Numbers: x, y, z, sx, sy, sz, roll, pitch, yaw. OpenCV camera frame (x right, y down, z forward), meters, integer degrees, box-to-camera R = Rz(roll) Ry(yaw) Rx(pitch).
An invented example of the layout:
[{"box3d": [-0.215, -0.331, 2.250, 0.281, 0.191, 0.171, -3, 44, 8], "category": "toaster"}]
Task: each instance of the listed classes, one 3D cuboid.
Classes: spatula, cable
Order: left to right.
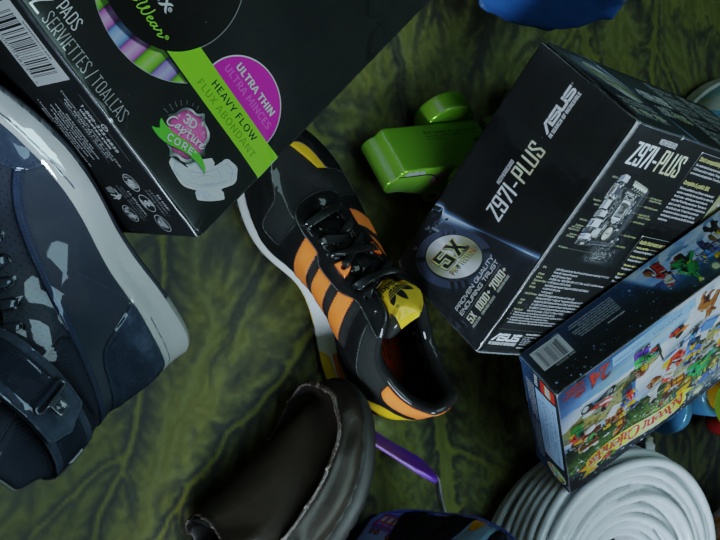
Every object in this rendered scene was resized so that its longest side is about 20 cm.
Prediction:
[{"box3d": [0.063, 0.160, 0.776, 0.021, 0.057, 0.200, -40, 100, -2], "category": "spatula"}, {"box3d": [0.170, 0.220, 0.878, 0.199, 0.069, 0.201, -18, 103, -35], "category": "cable"}]

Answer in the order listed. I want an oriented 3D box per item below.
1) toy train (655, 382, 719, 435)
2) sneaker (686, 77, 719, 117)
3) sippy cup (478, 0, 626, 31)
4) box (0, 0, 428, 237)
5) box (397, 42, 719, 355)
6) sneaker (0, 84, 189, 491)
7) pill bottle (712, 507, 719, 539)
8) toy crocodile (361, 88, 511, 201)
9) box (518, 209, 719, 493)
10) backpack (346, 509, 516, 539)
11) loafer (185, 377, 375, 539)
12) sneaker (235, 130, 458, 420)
[{"box3d": [0.301, 0.090, 0.885, 0.115, 0.200, 0.085, -6, 96, -40], "category": "toy train"}, {"box3d": [0.279, -0.081, 0.909, 0.200, 0.130, 0.080, -44, 115, -28], "category": "sneaker"}, {"box3d": [0.121, -0.225, 0.764, 0.178, 0.139, 0.131, 22, 68, -45], "category": "sippy cup"}, {"box3d": [-0.088, -0.136, 0.634, 0.200, 0.124, 0.149, -49, 120, -26], "category": "box"}, {"box3d": [0.148, -0.032, 0.774, 0.200, 0.086, 0.164, 7, 124, -47], "category": "box"}, {"box3d": [-0.185, 0.012, 0.597, 0.146, 0.077, 0.203, -47, 119, -29], "category": "sneaker"}, {"box3d": [0.306, 0.270, 0.904, 0.117, 0.116, 0.200, 55, 30, -25], "category": "pill bottle"}, {"box3d": [0.088, -0.078, 0.813, 0.199, 0.062, 0.068, -14, 61, -34], "category": "toy crocodile"}, {"box3d": [0.195, 0.044, 0.792, 0.200, 0.038, 0.137, -35, 145, -10], "category": "box"}, {"box3d": [0.037, 0.248, 0.722, 0.135, 0.182, 0.201, 44, 55, -39], "category": "backpack"}, {"box3d": [-0.057, 0.146, 0.701, 0.071, 0.073, 0.201, 35, 72, -35], "category": "loafer"}, {"box3d": [0.000, 0.000, 0.727, 0.070, 0.090, 0.201, -36, 113, -30], "category": "sneaker"}]
